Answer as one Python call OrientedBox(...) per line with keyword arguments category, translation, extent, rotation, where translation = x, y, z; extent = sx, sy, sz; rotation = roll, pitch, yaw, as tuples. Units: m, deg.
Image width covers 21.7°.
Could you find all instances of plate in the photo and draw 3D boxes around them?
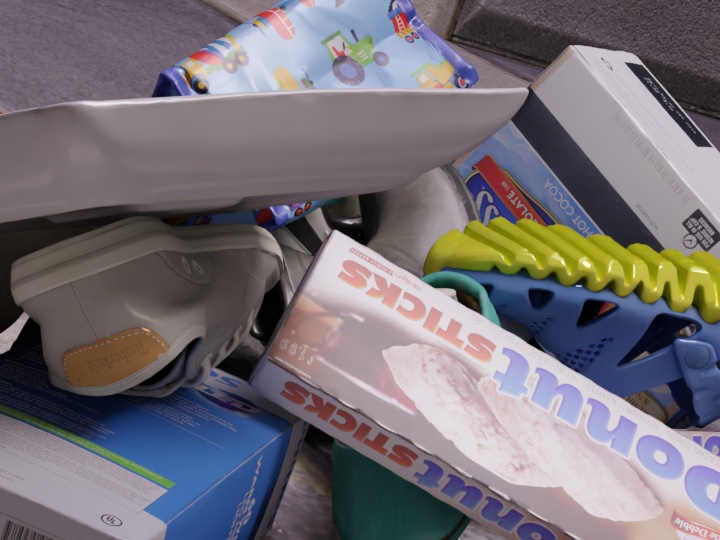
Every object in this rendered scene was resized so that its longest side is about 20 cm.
OrientedBox(category="plate", translation=(-0.076, -0.035, 0.644), extent=(0.199, 0.033, 0.199), rotation=(-6, 1, -44))

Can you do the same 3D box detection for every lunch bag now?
OrientedBox(category="lunch bag", translation=(-0.056, -0.057, 0.981), extent=(0.150, 0.200, 0.094), rotation=(-37, 88, -34))

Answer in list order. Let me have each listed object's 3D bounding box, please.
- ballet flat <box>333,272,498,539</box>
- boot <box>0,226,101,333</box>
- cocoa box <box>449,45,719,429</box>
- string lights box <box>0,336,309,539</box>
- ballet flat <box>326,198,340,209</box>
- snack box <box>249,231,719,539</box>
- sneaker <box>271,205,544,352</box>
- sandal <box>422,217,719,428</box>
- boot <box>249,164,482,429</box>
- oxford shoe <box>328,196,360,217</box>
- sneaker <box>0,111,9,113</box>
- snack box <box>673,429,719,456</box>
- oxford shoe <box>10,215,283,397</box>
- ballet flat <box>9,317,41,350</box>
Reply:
OrientedBox(category="ballet flat", translation=(0.021, 0.052, 0.804), extent=(0.067, 0.071, 0.200), rotation=(-14, 17, 16))
OrientedBox(category="boot", translation=(-0.203, 0.002, 0.758), extent=(0.199, 0.073, 0.155), rotation=(-3, 24, 27))
OrientedBox(category="cocoa box", translation=(0.159, -0.014, 1.099), extent=(0.200, 0.131, 0.133), rotation=(52, 21, 14))
OrientedBox(category="string lights box", translation=(-0.095, 0.074, 0.660), extent=(0.102, 0.059, 0.200), rotation=(22, 12, 11))
OrientedBox(category="ballet flat", translation=(-0.083, -0.036, 1.122), extent=(0.199, 0.070, 0.068), rotation=(-22, 73, -32))
OrientedBox(category="snack box", translation=(0.059, 0.064, 0.722), extent=(0.199, 0.024, 0.072), rotation=(31, 48, -3))
OrientedBox(category="sneaker", translation=(0.034, 0.007, 1.087), extent=(0.199, 0.088, 0.076), rotation=(16, 10, -21))
OrientedBox(category="sandal", translation=(0.125, 0.028, 0.938), extent=(0.198, 0.088, 0.080), rotation=(12, 15, -10))
OrientedBox(category="boot", translation=(0.000, 0.000, 0.958), extent=(0.130, 0.068, 0.201), rotation=(14, 43, -32))
OrientedBox(category="oxford shoe", translation=(-0.003, -0.034, 1.217), extent=(0.070, 0.074, 0.200), rotation=(12, 6, -30))
OrientedBox(category="sneaker", translation=(-0.197, -0.052, 1.018), extent=(0.078, 0.078, 0.200), rotation=(12, 13, -23))
OrientedBox(category="snack box", translation=(0.133, 0.090, 0.918), extent=(0.199, 0.025, 0.072), rotation=(4, -8, -32))
OrientedBox(category="oxford shoe", translation=(-0.072, 0.016, 0.688), extent=(0.075, 0.058, 0.200), rotation=(-22, -3, 10))
OrientedBox(category="ballet flat", translation=(-0.098, 0.018, 0.874), extent=(0.068, 0.069, 0.200), rotation=(20, 12, 9))
